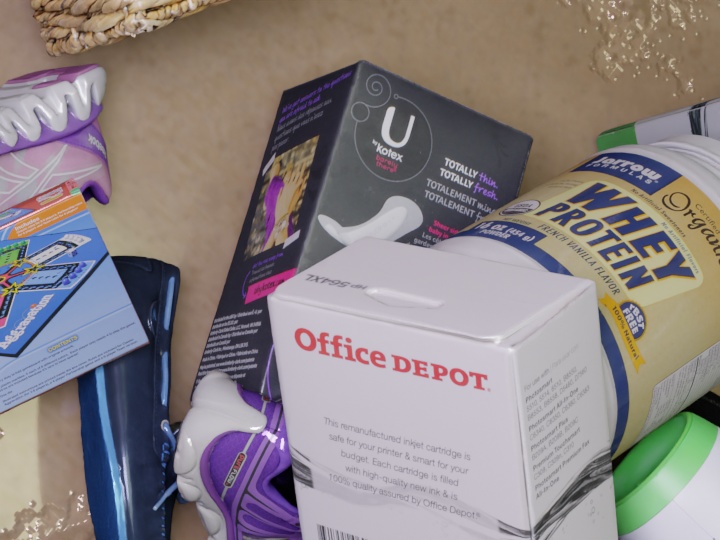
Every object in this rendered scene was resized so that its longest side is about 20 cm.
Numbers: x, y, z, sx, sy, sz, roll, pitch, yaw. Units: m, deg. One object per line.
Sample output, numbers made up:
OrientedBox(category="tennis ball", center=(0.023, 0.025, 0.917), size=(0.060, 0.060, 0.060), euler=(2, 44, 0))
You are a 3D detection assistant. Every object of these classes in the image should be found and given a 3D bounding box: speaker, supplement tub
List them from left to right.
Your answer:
OrientedBox(category="supplement tub", center=(0.129, 0.017, 1.158), size=(0.200, 0.144, 0.144), euler=(-30, 97, -38))
OrientedBox(category="speaker", center=(0.224, 0.169, 1.163), size=(0.200, 0.088, 0.088), euler=(43, 69, -5))

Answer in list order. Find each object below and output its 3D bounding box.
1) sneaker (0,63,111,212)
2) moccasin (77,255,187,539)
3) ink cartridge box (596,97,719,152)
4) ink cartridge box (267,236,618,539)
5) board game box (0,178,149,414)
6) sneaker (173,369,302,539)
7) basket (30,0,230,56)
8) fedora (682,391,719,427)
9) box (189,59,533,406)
OrientedBox(category="sneaker", center=(-0.200, -0.040, 1.140), size=(0.200, 0.080, 0.089), euler=(-32, 114, -45))
OrientedBox(category="moccasin", center=(-0.113, 0.088, 1.180), size=(0.068, 0.080, 0.200), euler=(-4, 87, -21))
OrientedBox(category="ink cartridge box", center=(0.260, -0.071, 1.300), size=(0.146, 0.200, 0.083), euler=(-13, 90, -25))
OrientedBox(category="ink cartridge box", center=(0.045, 0.096, 1.062), size=(0.084, 0.146, 0.200), euler=(-32, 124, -45))
OrientedBox(category="board game box", center=(-0.218, 0.038, 1.111), size=(0.200, 0.019, 0.103), euler=(-26, 126, -7))
OrientedBox(category="sneaker", center=(-0.039, 0.130, 1.163), size=(0.083, 0.200, 0.081), euler=(15, 66, 21))
OrientedBox(category="basket", center=(-0.099, -0.217, 1.180), size=(0.200, 0.143, 0.149), euler=(-26, 102, -30))
OrientedBox(category="fedora", center=(0.218, 0.153, 1.307), size=(0.201, 0.201, 0.092), euler=(36, 108, -17))
OrientedBox(category="box", center=(0.000, 0.000, 1.226), size=(0.122, 0.106, 0.200), euler=(23, 75, -23))
